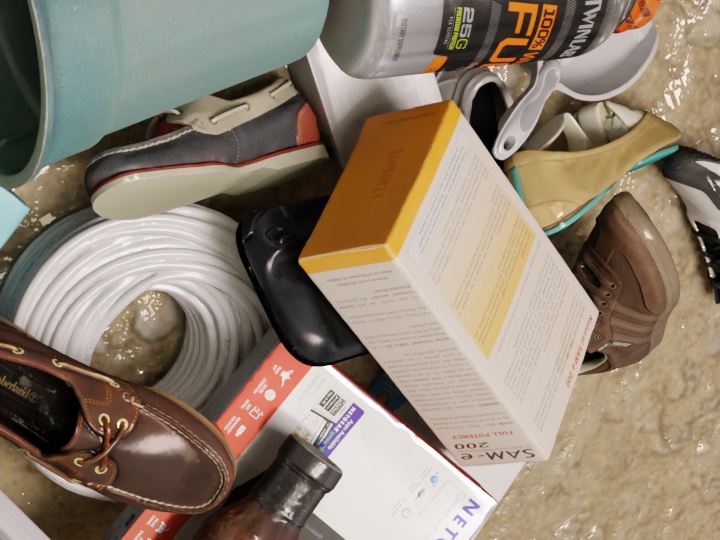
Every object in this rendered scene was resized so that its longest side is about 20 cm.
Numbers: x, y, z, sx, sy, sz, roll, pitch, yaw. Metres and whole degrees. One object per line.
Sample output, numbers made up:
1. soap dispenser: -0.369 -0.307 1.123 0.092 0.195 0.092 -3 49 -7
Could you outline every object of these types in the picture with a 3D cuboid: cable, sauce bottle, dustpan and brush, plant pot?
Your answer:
1. cable: -0.136 0.049 1.223 0.199 0.069 0.202 -16 114 -19
2. sauce bottle: -0.084 0.189 1.147 0.066 0.066 0.200 37 92 -31
3. dustpan and brush: 0.130 -0.146 1.263 0.200 0.057 0.140 -51 121 -21
4. plant pot: -0.135 -0.169 1.086 0.195 0.200 0.202 -19 115 -28

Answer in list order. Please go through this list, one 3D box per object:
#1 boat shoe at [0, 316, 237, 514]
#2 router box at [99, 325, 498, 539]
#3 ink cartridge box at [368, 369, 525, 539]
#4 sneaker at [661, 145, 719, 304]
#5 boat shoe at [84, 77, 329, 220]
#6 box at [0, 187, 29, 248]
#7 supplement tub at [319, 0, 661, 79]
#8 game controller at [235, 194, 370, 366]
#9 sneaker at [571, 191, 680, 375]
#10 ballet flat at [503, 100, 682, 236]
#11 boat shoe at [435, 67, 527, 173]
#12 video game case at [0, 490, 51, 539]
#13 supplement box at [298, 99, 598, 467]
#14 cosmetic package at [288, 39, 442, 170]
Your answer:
1. boat shoe: -0.166 0.091 1.128 0.199 0.070 0.071 25 96 -5
2. router box: -0.043 0.164 1.211 0.179 0.049 0.200 39 89 -14
3. ink cartridge box: 0.011 0.176 1.315 0.068 0.115 0.201 34 91 -31
4. sneaker: 0.281 -0.015 1.409 0.200 0.074 0.080 41 89 -31
5. boat shoe: -0.096 -0.077 1.165 0.199 0.071 0.063 -17 84 -51
6. box: -0.292 0.014 1.143 0.082 0.049 0.201 38 88 -31
7. supplement tub: 0.076 -0.184 1.155 0.198 0.122 0.124 -9 111 -21
8. game controller: 0.000 0.000 1.228 0.199 0.042 0.105 -14 83 -53
9. sneaker: 0.170 0.022 1.325 0.075 0.071 0.200 -30 152 -8
10. ballet flat: 0.159 -0.083 1.297 0.200 0.068 0.063 -33 99 -53
11. boat shoe: 0.089 -0.047 1.305 0.071 0.066 0.202 -16 114 -21
12. video game case: -0.269 0.175 1.161 0.181 0.024 0.200 -19 125 29
13. supplement box: 0.059 0.012 1.197 0.200 0.073 0.127 53 46 -31
14. cosmetic package: -0.014 -0.173 1.217 0.082 0.051 0.201 -25 117 -14
